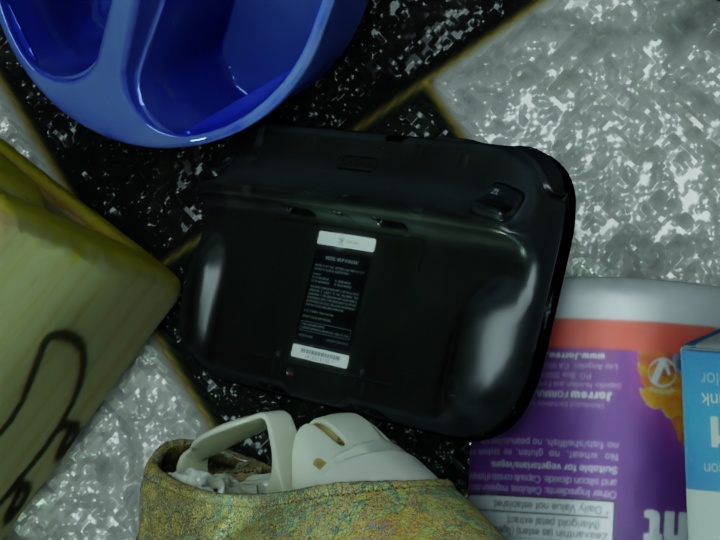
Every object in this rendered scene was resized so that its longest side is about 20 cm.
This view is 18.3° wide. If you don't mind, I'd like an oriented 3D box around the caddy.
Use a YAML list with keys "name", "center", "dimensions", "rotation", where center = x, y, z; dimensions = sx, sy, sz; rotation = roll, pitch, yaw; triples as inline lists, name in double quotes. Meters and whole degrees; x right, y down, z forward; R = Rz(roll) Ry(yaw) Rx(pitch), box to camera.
- name: "caddy"
  center: [-0.059, -0.146, 0.852]
  dimensions: [0.141, 0.105, 0.201]
  rotation: [25, 105, 13]

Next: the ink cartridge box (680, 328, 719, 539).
- name: "ink cartridge box"
  center: [0.171, 0.114, 0.748]
  dimensions: [0.084, 0.144, 0.202]
  rotation: [-1, 96, 29]

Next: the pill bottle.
- name: "pill bottle"
  center: [0.093, 0.108, 0.809]
  dimensions: [0.111, 0.111, 0.202]
  rotation: [2, 84, 12]

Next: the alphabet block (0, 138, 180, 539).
- name: "alphabet block"
  center: [-0.220, 0.018, 0.841]
  dimensions: [0.196, 0.195, 0.200]
  rotation: [37, 93, 15]

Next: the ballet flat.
- name: "ballet flat"
  center: [-0.020, 0.083, 0.814]
  dimensions: [0.199, 0.070, 0.071]
  rotation: [-8, 79, 53]

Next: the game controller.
- name: "game controller"
  center: [0.000, 0.000, 0.831]
  dimensions: [0.199, 0.042, 0.105]
  rotation: [10, 94, 51]
